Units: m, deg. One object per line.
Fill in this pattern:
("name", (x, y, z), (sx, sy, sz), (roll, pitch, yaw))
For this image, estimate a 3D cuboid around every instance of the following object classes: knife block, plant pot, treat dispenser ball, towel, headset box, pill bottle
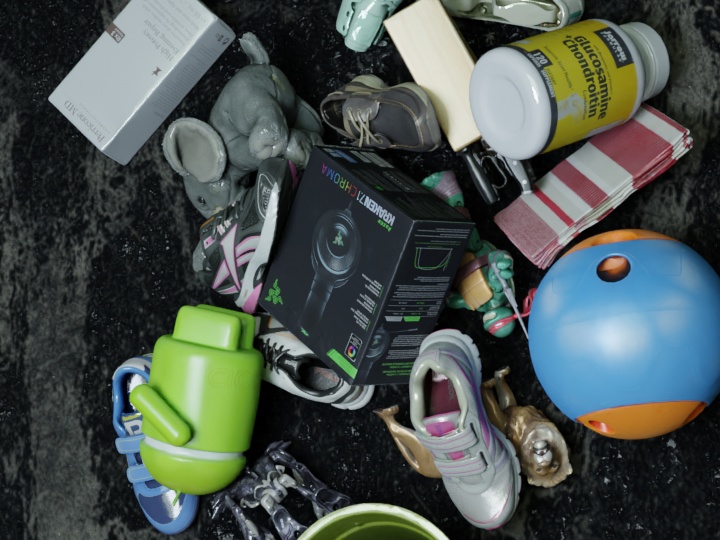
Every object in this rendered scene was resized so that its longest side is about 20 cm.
("knife block", (0.111, -0.164, 1.620), (0.064, 0.200, 0.176), (-29, 45, 9))
("plant pot", (0.038, 0.331, 1.553), (0.198, 0.190, 0.202), (-3, 81, 17))
("treat dispenser ball", (0.261, 0.061, 1.521), (0.199, 0.201, 0.203), (-3, 81, 16))
("towel", (0.233, -0.089, 1.595), (0.200, 0.144, 0.023), (-39, 112, 3))
("headset box", (0.000, 0.000, 1.610), (0.174, 0.092, 0.201), (39, 117, 40))
("pill bottle", (0.213, -0.188, 1.577), (0.199, 0.112, 0.113), (-22, 71, -33))

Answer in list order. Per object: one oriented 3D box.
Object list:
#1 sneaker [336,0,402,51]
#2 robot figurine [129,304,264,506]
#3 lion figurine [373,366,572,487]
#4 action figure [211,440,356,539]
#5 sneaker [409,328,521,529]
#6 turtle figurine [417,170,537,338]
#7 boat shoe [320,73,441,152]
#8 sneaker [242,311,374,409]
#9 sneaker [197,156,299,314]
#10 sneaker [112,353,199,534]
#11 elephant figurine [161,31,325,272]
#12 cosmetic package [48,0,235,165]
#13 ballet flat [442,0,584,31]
("sneaker", (0.029, -0.286, 1.664), (0.073, 0.200, 0.119), (16, 92, -15))
("robot figurine", (-0.164, 0.139, 1.628), (0.115, 0.175, 0.202), (11, 94, 14))
("lion figurine", (0.115, 0.175, 1.624), (0.199, 0.072, 0.124), (-15, 97, 28))
("action figure", (-0.081, 0.248, 1.639), (0.119, 0.200, 0.102), (-38, 111, -17))
("sneaker", (0.092, 0.161, 1.542), (0.081, 0.088, 0.202), (-22, 87, 25))
("turtle figurine", (0.108, 0.005, 1.629), (0.150, 0.100, 0.201), (-39, 70, 32))
("boat shoe", (0.018, -0.153, 1.642), (0.073, 0.200, 0.075), (-25, 110, -18))
("sneaker", (-0.082, 0.090, 1.684), (0.198, 0.080, 0.074), (17, 89, 20))
("sneaker", (-0.127, -0.038, 1.655), (0.086, 0.081, 0.201), (21, 129, 2))
("sneaker", (-0.229, 0.188, 1.711), (0.073, 0.082, 0.202), (-17, 79, 12))
("elephant figurine", (-0.146, -0.123, 1.718), (0.199, 0.141, 0.156), (-29, 45, 26))
("cosmetic package", (-0.247, -0.230, 1.785), (0.102, 0.074, 0.200), (42, 93, 18))
("ballet flat", (0.138, -0.291, 1.676), (0.198, 0.069, 0.070), (12, 85, 16))
